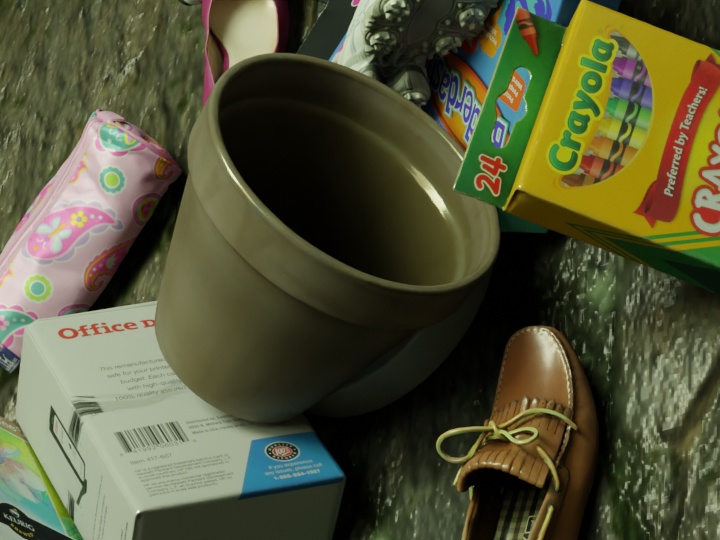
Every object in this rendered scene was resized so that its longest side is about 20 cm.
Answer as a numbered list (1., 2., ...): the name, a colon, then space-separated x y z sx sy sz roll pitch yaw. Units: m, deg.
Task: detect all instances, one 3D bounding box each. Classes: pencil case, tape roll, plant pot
1. pencil case: -0.218 -0.021 1.798 0.200 0.087 0.087 -54 41 0
2. tape roll: 0.000 0.000 1.615 0.202 0.037 0.204 -22 51 31
3. plant pot: -0.042 -0.005 1.498 0.174 0.199 0.201 -54 36 34

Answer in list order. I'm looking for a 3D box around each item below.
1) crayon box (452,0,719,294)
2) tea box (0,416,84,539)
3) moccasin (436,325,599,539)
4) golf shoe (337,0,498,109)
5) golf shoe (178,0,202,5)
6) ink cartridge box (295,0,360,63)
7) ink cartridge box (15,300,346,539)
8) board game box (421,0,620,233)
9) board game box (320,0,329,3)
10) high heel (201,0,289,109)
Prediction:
1. crayon box: 0.167 -0.071 1.396 0.051 0.199 0.128 115 175 -73
2. tea box: -0.224 0.208 1.565 0.134 0.200 0.197 -47 42 10
3. moccasin: 0.089 0.124 1.419 0.073 0.078 0.202 -5 61 41
4. golf shoe: 0.027 -0.172 1.546 0.200 0.078 0.098 126 145 -53
5. golf shoe: -0.115 -0.298 1.889 0.092 0.073 0.201 -24 50 32
6. ink cartridge box: -0.017 -0.124 1.677 0.094 0.037 0.201 -4 49 44
7. ink cartridge box: -0.120 0.112 1.557 0.200 0.145 0.085 52 141 45
8. board game box: 0.098 -0.148 1.523 0.152 0.045 0.201 -121 39 -50
9. board game box: -0.045 -0.301 1.729 0.064 0.200 0.148 27 84 50
10. high heel: -0.087 -0.169 1.744 0.067 0.096 0.201 7 71 0
